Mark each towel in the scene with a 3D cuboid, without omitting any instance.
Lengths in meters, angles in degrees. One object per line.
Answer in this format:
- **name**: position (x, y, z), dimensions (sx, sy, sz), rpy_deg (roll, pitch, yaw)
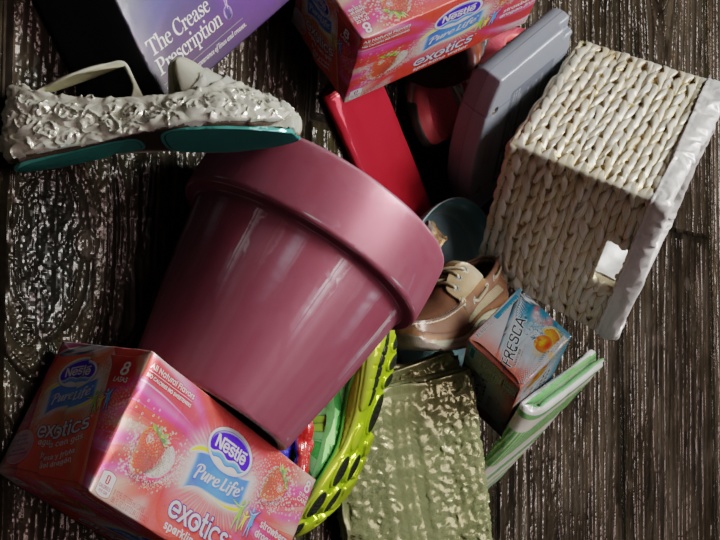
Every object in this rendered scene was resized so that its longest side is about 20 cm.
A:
- **towel**: position (0.142, 0.166, 1.226), dimensions (0.023, 0.200, 0.152), rpy_deg (45, 38, 14)
- **towel**: position (0.042, 0.179, 1.129), dimensions (0.148, 0.036, 0.201), rpy_deg (-13, 99, -15)

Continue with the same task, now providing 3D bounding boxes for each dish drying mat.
- **dish drying mat**: position (0.022, -0.095, 1.196), dimensions (0.077, 0.018, 0.201), rpy_deg (-51, 129, -40)

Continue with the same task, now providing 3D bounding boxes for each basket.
- **basket**: position (0.231, -0.084, 1.233), dimensions (0.200, 0.160, 0.199), rpy_deg (-53, 163, -38)

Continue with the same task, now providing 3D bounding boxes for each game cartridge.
- **game cartridge**: position (0.141, -0.149, 1.252), dimensions (0.133, 0.040, 0.200), rpy_deg (-44, 158, -29)

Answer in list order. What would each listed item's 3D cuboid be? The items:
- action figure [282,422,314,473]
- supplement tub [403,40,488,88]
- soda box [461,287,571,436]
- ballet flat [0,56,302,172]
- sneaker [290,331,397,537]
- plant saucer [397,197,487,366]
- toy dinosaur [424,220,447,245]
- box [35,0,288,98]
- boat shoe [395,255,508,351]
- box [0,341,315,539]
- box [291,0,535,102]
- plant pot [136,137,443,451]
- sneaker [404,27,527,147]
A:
- **action figure**: position (-0.072, 0.177, 1.001), dimensions (0.052, 0.065, 0.201), rpy_deg (23, 70, -60)
- **supplement tub**: position (0.090, -0.279, 1.229), dimensions (0.107, 0.107, 0.201), rpy_deg (52, 48, -39)
- **soda box**: position (0.135, 0.088, 1.163), dimensions (0.068, 0.064, 0.200), rpy_deg (-43, 166, -13)
- **ballet flat**: position (-0.138, -0.107, 0.836), dimensions (0.072, 0.199, 0.072), rpy_deg (173, -90, -83)
- **sneaker**: position (-0.033, 0.125, 1.058), dimensions (0.074, 0.083, 0.201), rpy_deg (27, 83, -66)
- **plant saucer**: position (0.080, 0.028, 1.244), dimensions (0.200, 0.027, 0.201), rpy_deg (-13, 106, -54)
- **toy dinosaur**: position (0.000, 0.000, 1.106), dimensions (0.200, 0.060, 0.106), rpy_deg (-39, 95, -25)
- **box**: position (-0.140, -0.221, 0.925), dimensions (0.200, 0.079, 0.142), rpy_deg (-52, 126, -43)
- **boat shoe**: position (0.078, 0.027, 1.162), dimensions (0.200, 0.075, 0.072), rpy_deg (-21, 109, -62)
- **box**: position (-0.133, 0.141, 0.884), dimensions (0.200, 0.094, 0.103), rpy_deg (47, 56, -43)
- **box**: position (0.052, -0.237, 1.081), dimensions (0.199, 0.100, 0.096), rpy_deg (-26, 73, -20)
- **plant pot**: position (-0.064, 0.023, 0.931), dimensions (0.200, 0.200, 0.179), rpy_deg (46, 67, -43)
- **sneaker**: position (0.112, -0.195, 1.271), dimensions (0.200, 0.086, 0.074), rpy_deg (-53, 128, -42)
